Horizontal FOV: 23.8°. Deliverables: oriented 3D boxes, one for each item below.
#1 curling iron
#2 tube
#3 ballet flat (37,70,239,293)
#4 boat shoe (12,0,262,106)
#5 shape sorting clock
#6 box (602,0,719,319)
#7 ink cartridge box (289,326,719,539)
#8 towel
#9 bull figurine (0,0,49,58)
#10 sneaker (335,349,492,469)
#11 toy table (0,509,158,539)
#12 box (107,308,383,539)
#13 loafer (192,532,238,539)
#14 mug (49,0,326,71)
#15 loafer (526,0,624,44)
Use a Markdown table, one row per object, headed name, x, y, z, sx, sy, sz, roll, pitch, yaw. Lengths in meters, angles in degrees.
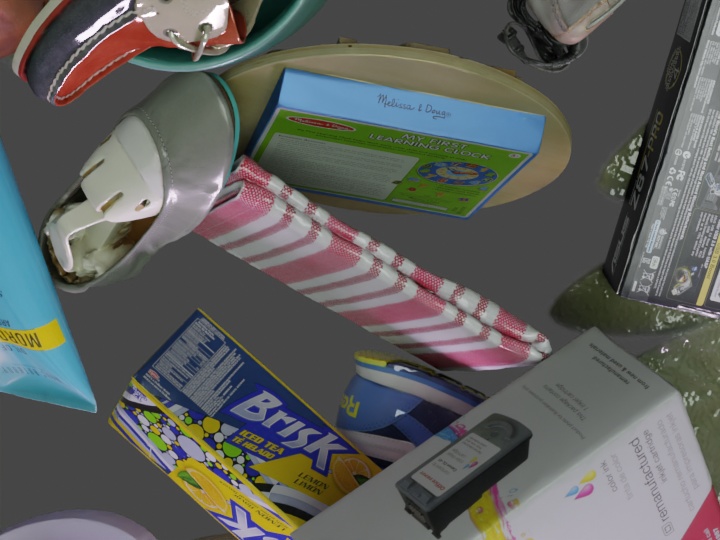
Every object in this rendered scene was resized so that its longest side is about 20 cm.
| name | x | y | z | sx | sy | sz | roll | pitch | yaw |
| --- | --- | --- | --- | --- | --- | --- | --- | --- | --- |
| curling iron | 0.094 | -0.206 | 0.943 | 0.049 | 0.026 | 0.202 | -9 | 108 | -6 |
| tube | -0.201 | -0.008 | 0.938 | 0.077 | 0.050 | 0.201 | 12 | 131 | 35 |
| ballet flat | -0.123 | -0.037 | 0.895 | 0.063 | 0.200 | 0.068 | -22 | 79 | -32 |
| boat shoe | -0.064 | -0.129 | 0.747 | 0.199 | 0.071 | 0.063 | -36 | 90 | 9 |
| shape sorting clock | 0.012 | -0.073 | 0.904 | 0.198 | 0.200 | 0.040 | 9 | 74 | -8 |
| box | 0.245 | -0.067 | 0.990 | 0.160 | 0.049 | 0.202 | 12 | 105 | -7 |
| ink cartridge box | 0.085 | 0.149 | 0.885 | 0.199 | 0.086 | 0.148 | -34 | 124 | -12 |
| towel | 0.000 | 0.000 | 0.939 | 0.199 | 0.146 | 0.030 | 30 | 78 | -14 |
| bull figurine | -0.241 | -0.158 | 0.862 | 0.121 | 0.066 | 0.200 | -29 | 144 | 14 |
| sneaker | 0.074 | 0.119 | 1.003 | 0.199 | 0.074 | 0.083 | 25 | 90 | 5 |
| toy table | -0.205 | 0.228 | 0.975 | 0.184 | 0.117 | 0.200 | 44 | 106 | 4 |
| box | -0.044 | 0.119 | 0.967 | 0.200 | 0.070 | 0.064 | 42 | 58 | 2 |
| loafer | -0.023 | 0.186 | 1.030 | 0.198 | 0.068 | 0.076 | -15 | 108 | -1 |
| mug | -0.089 | -0.188 | 0.833 | 0.185 | 0.114 | 0.152 | 38 | 106 | 1 |
| loafer | 0.167 | -0.202 | 0.928 | 0.199 | 0.072 | 0.063 | -37 | 122 | -6 |
